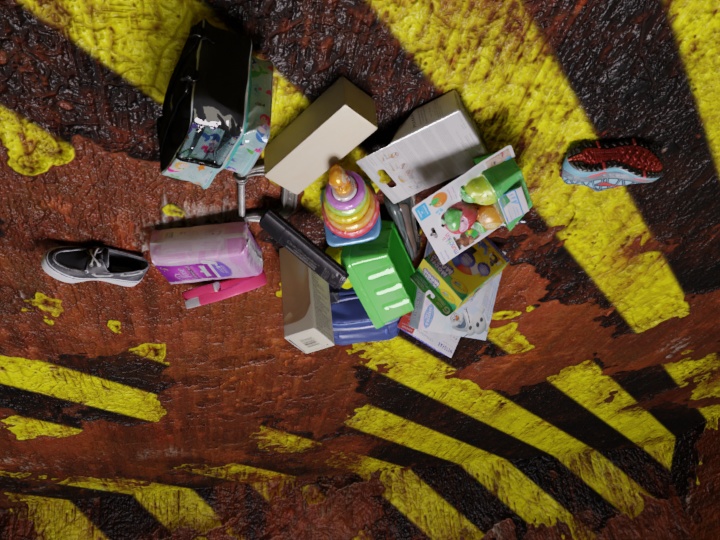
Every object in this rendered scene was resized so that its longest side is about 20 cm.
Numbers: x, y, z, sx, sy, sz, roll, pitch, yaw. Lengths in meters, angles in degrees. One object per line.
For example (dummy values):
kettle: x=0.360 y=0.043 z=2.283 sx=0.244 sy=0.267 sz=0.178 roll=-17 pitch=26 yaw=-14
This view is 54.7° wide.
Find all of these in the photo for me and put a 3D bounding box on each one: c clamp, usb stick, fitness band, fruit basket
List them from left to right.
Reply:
fitness band: x=-0.283 y=0.036 z=1.442 sx=0.196 sy=0.039 sz=0.142 roll=-13 pitch=-174 yaw=37
c clamp: x=-0.194 y=-0.130 z=1.269 sx=0.165 sy=0.028 sz=0.201 roll=0 pitch=149 yaw=-16
usb stick: x=-0.105 y=-0.042 z=1.286 sx=0.198 sy=0.033 sz=0.056 roll=40 pitch=142 yaw=1
fruit basket: x=0.000 y=0.000 z=1.398 sx=0.209 sy=0.158 sz=0.219 roll=7 pitch=137 yaw=6
fruit basket: x=0.204 y=-0.106 z=1.225 sx=0.198 sy=0.094 sz=0.186 roll=-36 pitch=141 yaw=1

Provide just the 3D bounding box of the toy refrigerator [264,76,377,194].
toy refrigerator: x=-0.068 y=-0.215 z=1.121 sx=0.075 sy=0.072 sz=0.198 roll=25 pitch=135 yaw=-37

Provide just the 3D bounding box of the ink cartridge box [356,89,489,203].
ink cartridge box: x=0.109 y=-0.207 z=1.205 sx=0.195 sy=0.059 sz=0.162 roll=-18 pitch=149 yaw=23

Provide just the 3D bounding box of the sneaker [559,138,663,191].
sneaker: x=0.469 y=-0.195 z=1.316 sx=0.193 sy=0.082 sz=0.096 roll=4 pitch=159 yaw=-6

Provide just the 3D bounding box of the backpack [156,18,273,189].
backpack: x=-0.208 y=-0.216 z=0.971 sx=0.147 sy=0.182 sz=0.199 roll=17 pitch=146 yaw=-30

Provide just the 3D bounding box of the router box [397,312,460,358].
router box: x=0.185 y=0.085 z=1.601 sx=0.048 sy=0.184 sz=0.199 roll=20 pitch=173 yaw=39

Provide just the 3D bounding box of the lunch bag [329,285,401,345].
lunch bag: x=-0.005 y=0.074 z=1.560 sx=0.193 sy=0.139 sz=0.133 roll=-7 pitch=150 yaw=0

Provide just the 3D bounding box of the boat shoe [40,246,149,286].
boat shoe: x=-0.503 y=-0.015 z=1.334 sx=0.196 sy=0.074 sz=0.067 roll=14 pitch=146 yaw=-38

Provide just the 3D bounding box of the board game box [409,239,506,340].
board game box: x=0.213 y=0.038 z=1.518 sx=0.194 sy=0.206 sz=0.043 roll=11 pitch=-176 yaw=-32

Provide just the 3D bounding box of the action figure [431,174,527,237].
action figure: x=0.217 y=-0.115 z=1.340 sx=0.188 sy=0.107 sz=0.201 roll=-19 pitch=154 yaw=-3

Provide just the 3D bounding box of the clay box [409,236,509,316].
clay box: x=0.200 y=-0.004 z=1.400 sx=0.198 sy=0.115 sz=0.048 roll=-35 pitch=164 yaw=-36

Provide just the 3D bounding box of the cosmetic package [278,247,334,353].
cosmetic package: x=-0.111 y=0.053 z=1.428 sx=0.069 sy=0.205 sz=0.105 roll=-17 pitch=149 yaw=17

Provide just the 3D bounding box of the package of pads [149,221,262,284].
package of pads: x=-0.294 y=-0.033 z=1.339 sx=0.193 sy=0.078 sz=0.121 roll=-5 pitch=154 yaw=6

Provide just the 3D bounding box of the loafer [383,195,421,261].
loafer: x=0.099 y=-0.090 z=1.381 sx=0.062 sy=0.073 sz=0.201 roll=-30 pitch=147 yaw=-3

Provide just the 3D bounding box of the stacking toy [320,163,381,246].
stacking toy: x=-0.026 y=-0.130 z=1.192 sx=0.106 sy=0.120 sz=0.200 roll=-11 pitch=162 yaw=3
